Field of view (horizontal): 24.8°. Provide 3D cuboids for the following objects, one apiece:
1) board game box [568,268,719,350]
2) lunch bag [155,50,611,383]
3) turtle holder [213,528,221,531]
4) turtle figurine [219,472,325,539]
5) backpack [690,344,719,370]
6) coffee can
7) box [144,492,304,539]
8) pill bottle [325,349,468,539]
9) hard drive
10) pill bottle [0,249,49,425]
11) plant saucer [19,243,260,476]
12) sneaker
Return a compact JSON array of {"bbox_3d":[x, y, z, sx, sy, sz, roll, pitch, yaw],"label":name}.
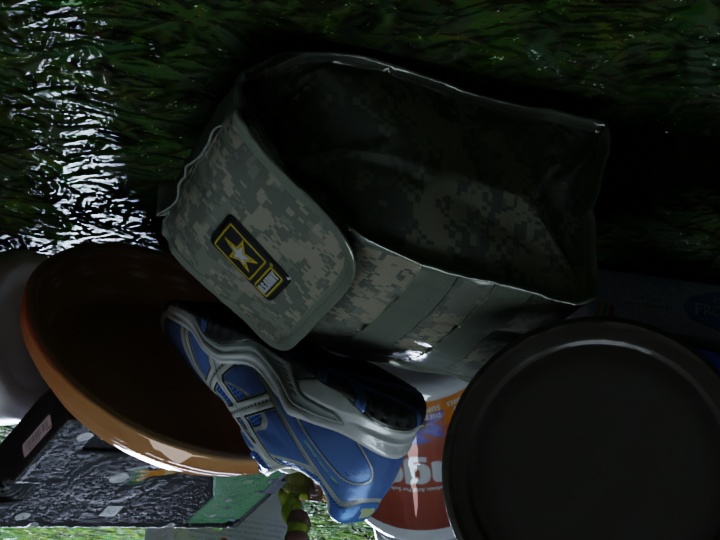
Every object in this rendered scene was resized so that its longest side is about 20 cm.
[{"bbox_3d":[0.178,0.054,1.127,0.199,0.043,0.200,7,160,-12],"label":"board game box"},{"bbox_3d":[0.003,-0.025,0.834,0.200,0.118,0.164,14,157,-14],"label":"lunch bag"},{"bbox_3d":[-0.147,0.109,1.203,0.132,0.141,0.186,11,161,-12],"label":"turtle holder"},{"bbox_3d":[-0.027,0.150,1.271,0.161,0.200,0.064,0,130,-1],"label":"turtle figurine"},{"bbox_3d":[0.180,0.140,1.063,0.162,0.168,0.200,17,160,-13],"label":"backpack"},{"bbox_3d":[0.124,0.107,0.854,0.146,0.147,0.200,1,172,9],"label":"coffee can"},{"bbox_3d":[-0.118,0.212,1.399,0.106,0.200,0.152,11,160,-15],"label":"box"},{"bbox_3d":[0.041,0.108,1.096,0.112,0.112,0.200,0,132,10],"label":"pill bottle"},{"bbox_3d":[-0.133,0.120,1.061,0.200,0.038,0.140,7,142,-36],"label":"hard drive"},{"bbox_3d":[-0.296,0.051,1.106,0.200,0.115,0.114,-6,158,27],"label":"pill bottle"},{"bbox_3d":[-0.114,0.058,0.993,0.200,0.200,0.037,14,120,-27],"label":"plant saucer"},{"bbox_3d":[-0.052,0.071,0.915,0.076,0.077,0.200,4,-162,-42],"label":"sneaker"}]
